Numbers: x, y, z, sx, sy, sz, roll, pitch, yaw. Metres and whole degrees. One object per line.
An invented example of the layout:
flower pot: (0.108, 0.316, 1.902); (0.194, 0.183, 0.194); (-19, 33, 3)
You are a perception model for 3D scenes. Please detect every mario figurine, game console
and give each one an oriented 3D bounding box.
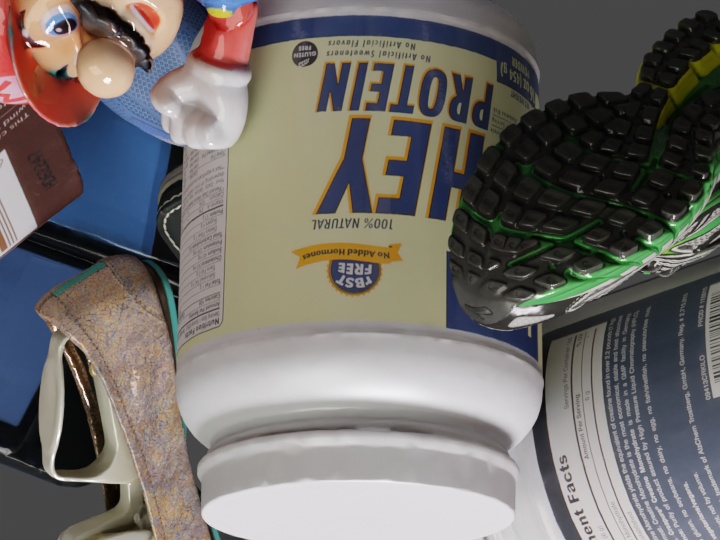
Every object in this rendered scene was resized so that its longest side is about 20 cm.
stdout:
mario figurine: (-0.055, -0.103, 0.914); (0.199, 0.106, 0.124); (-24, 102, 19)
game console: (-0.180, -0.024, 1.168); (0.199, 0.171, 0.118); (19, 153, 13)

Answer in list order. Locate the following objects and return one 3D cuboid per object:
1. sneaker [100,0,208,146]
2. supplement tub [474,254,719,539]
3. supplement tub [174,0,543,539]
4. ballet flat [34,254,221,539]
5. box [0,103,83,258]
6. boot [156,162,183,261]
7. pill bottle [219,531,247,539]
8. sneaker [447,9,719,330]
sneaker: (-0.132, -0.123, 1.086); (0.200, 0.089, 0.079); (43, 114, -7)
supplement tub: (0.144, 0.068, 1.056); (0.199, 0.140, 0.141); (-21, 110, 34)
supplement tub: (0.000, 0.000, 1.014); (0.144, 0.201, 0.145); (0, 162, 0)
ballet flat: (-0.105, 0.092, 1.126); (0.068, 0.067, 0.201); (14, 119, 59)
box: (-0.247, -0.080, 1.055); (0.200, 0.166, 0.164); (44, 166, 21)
boot: (-0.023, 0.059, 1.102); (0.203, 0.154, 0.073); (42, 133, -19)
pill bottle: (-0.029, 0.209, 1.245); (0.112, 0.113, 0.201); (0, 121, 25)
sneaker: (0.108, -0.023, 0.978); (0.078, 0.200, 0.086); (32, 134, 30)
